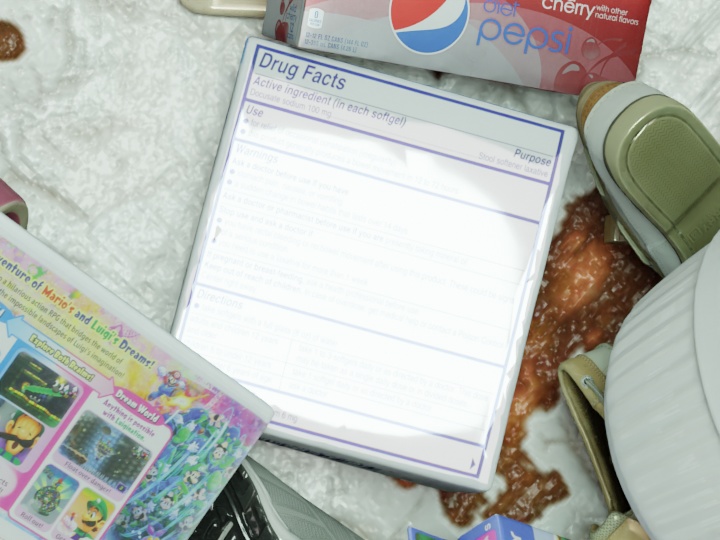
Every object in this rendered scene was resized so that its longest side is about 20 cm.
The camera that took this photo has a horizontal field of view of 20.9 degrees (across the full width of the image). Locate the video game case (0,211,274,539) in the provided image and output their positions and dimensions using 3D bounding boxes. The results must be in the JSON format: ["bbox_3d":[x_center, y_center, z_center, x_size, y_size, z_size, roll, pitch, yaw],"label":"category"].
[{"bbox_3d":[-0.164,0.089,0.919,0.200,0.024,0.183,38,85,-30],"label":"video game case"}]

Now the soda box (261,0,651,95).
[{"bbox_3d":[0.052,-0.138,1.045,0.198,0.070,0.064,7,99,-22],"label":"soda box"}]

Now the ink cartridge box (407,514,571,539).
[{"bbox_3d":[0.114,0.200,0.999,0.199,0.042,0.120,21,47,-31],"label":"ink cartridge box"}]

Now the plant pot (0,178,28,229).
[{"bbox_3d":[-0.272,-0.024,0.961,0.178,0.200,0.201,30,83,3],"label":"plant pot"}]

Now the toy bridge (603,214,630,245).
[{"bbox_3d":[0.167,0.070,1.091,0.066,0.027,0.202,3,83,-7],"label":"toy bridge"}]

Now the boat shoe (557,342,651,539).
[{"bbox_3d":[0.153,0.134,1.019,0.075,0.072,0.201,-10,65,-25],"label":"boat shoe"}]

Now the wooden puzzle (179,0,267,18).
[{"bbox_3d":[-0.002,-0.233,1.097,0.198,0.037,0.187,3,84,-6],"label":"wooden puzzle"}]

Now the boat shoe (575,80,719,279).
[{"bbox_3d":[0.180,-0.028,1.045,0.075,0.068,0.200,-38,125,-3],"label":"boat shoe"}]

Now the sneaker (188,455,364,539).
[{"bbox_3d":[-0.043,0.154,1.047,0.200,0.079,0.074,38,101,14],"label":"sneaker"}]

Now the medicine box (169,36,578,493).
[{"bbox_3d":[0.000,0.000,1.043,0.180,0.103,0.202,15,83,-4],"label":"medicine box"}]

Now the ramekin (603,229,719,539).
[{"bbox_3d":[0.212,0.074,0.959,0.199,0.105,0.202,19,56,-31],"label":"ramekin"}]
